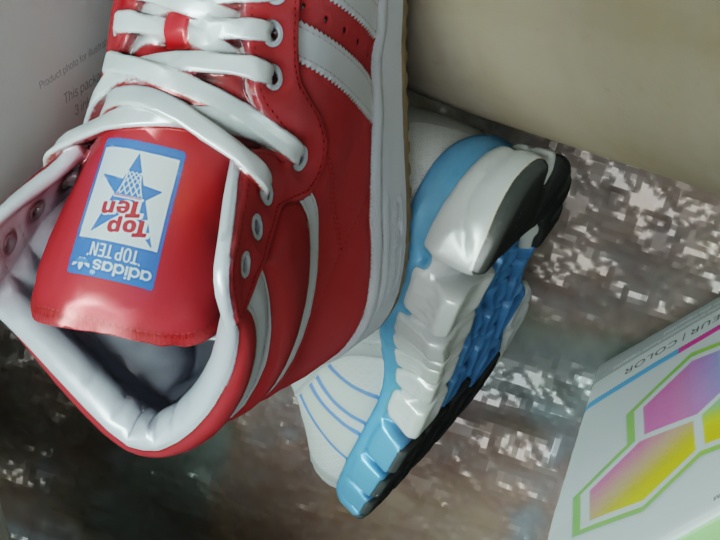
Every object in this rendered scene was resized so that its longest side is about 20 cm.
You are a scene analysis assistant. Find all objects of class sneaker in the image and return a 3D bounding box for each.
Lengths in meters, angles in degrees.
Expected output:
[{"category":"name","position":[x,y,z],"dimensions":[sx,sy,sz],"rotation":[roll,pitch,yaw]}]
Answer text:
[{"category":"sneaker","position":[-0.039,-0.055,0.641],"dimensions":[0.071,0.112,0.200],"rotation":[5,114,27]},{"category":"sneaker","position":[0.000,0.000,0.797],"dimensions":[0.087,0.075,0.200],"rotation":[34,154,10]}]

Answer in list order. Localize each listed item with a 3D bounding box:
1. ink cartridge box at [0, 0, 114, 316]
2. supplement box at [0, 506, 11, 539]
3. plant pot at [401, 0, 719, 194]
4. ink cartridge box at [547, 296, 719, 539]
[{"category":"ink cartridge box","position":[-0.127,-0.104,0.681],"dimensions":[0.128,0.125,0.200],"rotation":[3,116,28]},{"category":"supplement box","position":[-0.188,0.008,0.849],"dimensions":[0.126,0.074,0.200],"rotation":[13,124,45]},{"category":"plant pot","position":[0.088,-0.103,0.702],"dimensions":[0.173,0.200,0.200],"rotation":[5,118,32]},{"category":"ink cartridge box","position":[0.107,0.067,0.756],"dimensions":[0.104,0.200,0.059],"rotation":[-32,104,25]}]
